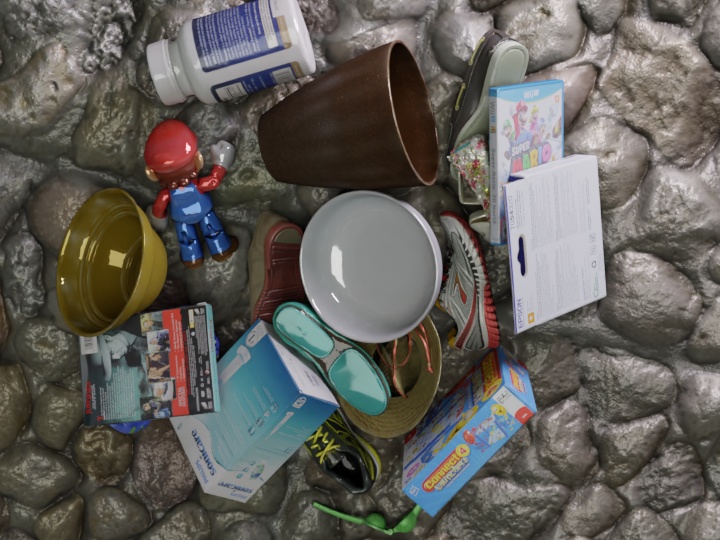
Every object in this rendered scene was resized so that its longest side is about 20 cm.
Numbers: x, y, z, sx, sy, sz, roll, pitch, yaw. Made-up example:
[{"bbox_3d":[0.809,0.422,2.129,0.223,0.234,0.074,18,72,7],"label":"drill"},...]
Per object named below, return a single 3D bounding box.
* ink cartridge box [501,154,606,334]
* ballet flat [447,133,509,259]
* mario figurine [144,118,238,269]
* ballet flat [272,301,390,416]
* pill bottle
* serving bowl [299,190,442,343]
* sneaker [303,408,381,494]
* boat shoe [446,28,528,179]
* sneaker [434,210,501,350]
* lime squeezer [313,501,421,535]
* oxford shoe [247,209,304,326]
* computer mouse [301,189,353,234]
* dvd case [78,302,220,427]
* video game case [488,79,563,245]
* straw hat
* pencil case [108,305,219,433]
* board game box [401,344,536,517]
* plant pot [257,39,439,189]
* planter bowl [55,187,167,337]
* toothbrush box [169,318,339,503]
[{"bbox_3d":[0.242,-0.037,1.653,0.043,0.200,0.196,9,109,46],"label":"ink cartridge box"},{"bbox_3d":[0.166,-0.091,1.678,0.064,0.076,0.200,-15,121,13],"label":"ballet flat"},{"bbox_3d":[-0.227,-0.111,1.710,0.123,0.106,0.200,-28,116,-28],"label":"mario figurine"},{"bbox_3d":[-0.033,0.111,1.708,0.200,0.070,0.067,43,101,-3],"label":"ballet flat"},{"bbox_3d":[-0.166,-0.278,1.636,0.200,0.111,0.111,-16,103,5],"label":"pill bottle"},{"bbox_3d":[0.021,-0.009,1.661,0.200,0.066,0.200,5,101,26],"label":"serving bowl"},{"bbox_3d":[-0.045,0.230,1.767,0.200,0.085,0.074,43,100,-8],"label":"sneaker"},{"bbox_3d":[0.157,-0.216,1.665,0.072,0.061,0.201,0,125,-35],"label":"boat shoe"},{"bbox_3d":[0.133,0.018,1.714,0.082,0.078,0.200,-12,103,5],"label":"sneaker"},{"bbox_3d":[0.035,0.345,1.817,0.200,0.038,0.071,-13,103,6],"label":"lime squeezer"},{"bbox_3d":[-0.120,0.011,1.736,0.070,0.075,0.200,-6,122,-32],"label":"oxford shoe"},{"bbox_3d":[0.000,0.000,1.730,0.140,0.046,0.200,-37,100,9],"label":"computer mouse"},{"bbox_3d":[-0.286,0.128,1.708,0.200,0.022,0.146,-9,81,18],"label":"dvd case"},{"bbox_3d":[0.217,-0.142,1.652,0.018,0.143,0.200,10,108,43],"label":"video game case"},{"bbox_3d":[0.062,0.129,1.735,0.201,0.085,0.201,-1,89,43],"label":"straw hat"},{"bbox_3d":[-0.277,0.141,1.757,0.087,0.078,0.200,43,101,-10],"label":"pencil case"},{"bbox_3d":[0.141,0.207,1.697,0.056,0.200,0.196,41,101,-6],"label":"board game box"},{"bbox_3d":[-0.023,-0.180,1.634,0.200,0.187,0.187,-11,103,19],"label":"plant pot"},{"bbox_3d":[-0.317,-0.004,1.699,0.083,0.200,0.200,15,108,-44],"label":"planter bowl"},{"bbox_3d":[-0.147,0.190,1.715,0.200,0.146,0.085,-47,139,14],"label":"toothbrush box"}]
